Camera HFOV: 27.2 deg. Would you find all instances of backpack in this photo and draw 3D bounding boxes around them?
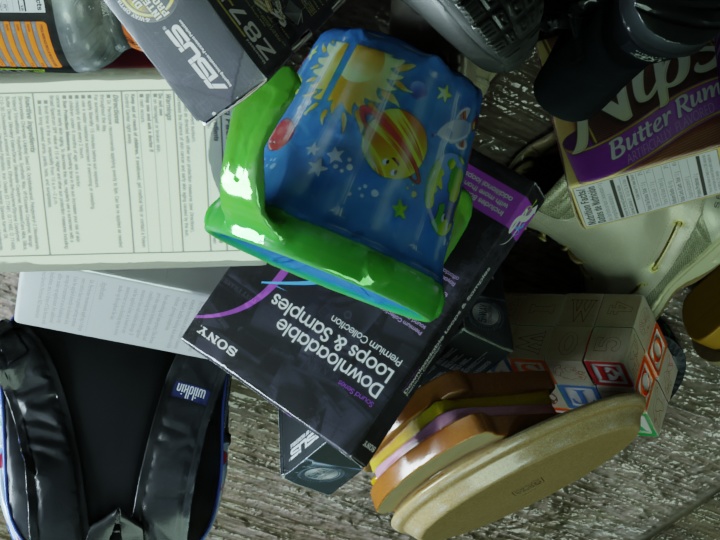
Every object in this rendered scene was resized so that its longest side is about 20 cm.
[{"bbox_3d":[-0.184,0.134,1.093,0.199,0.191,0.154,1,156,-6],"label":"backpack"}]

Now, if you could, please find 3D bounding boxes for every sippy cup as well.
[{"bbox_3d":[0.000,-0.056,0.809,0.139,0.131,0.178,21,176,0],"label":"sippy cup"}]

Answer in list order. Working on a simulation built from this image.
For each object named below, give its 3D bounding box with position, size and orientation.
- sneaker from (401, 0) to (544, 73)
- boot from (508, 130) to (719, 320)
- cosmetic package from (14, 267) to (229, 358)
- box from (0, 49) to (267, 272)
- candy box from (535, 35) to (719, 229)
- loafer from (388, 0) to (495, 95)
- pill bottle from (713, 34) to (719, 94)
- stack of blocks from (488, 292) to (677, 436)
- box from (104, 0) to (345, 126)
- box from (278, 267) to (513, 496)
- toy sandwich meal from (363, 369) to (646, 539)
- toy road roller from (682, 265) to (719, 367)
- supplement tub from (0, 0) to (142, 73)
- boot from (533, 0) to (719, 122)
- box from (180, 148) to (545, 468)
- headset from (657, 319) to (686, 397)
[{"bbox_3d":[0.020,-0.184,0.789,0.200,0.076,0.091,54,144,2],"label":"sneaker"},{"bbox_3d":[0.154,-0.018,1.042,0.154,0.072,0.200,22,133,-25],"label":"boot"},{"bbox_3d":[-0.127,0.004,1.010,0.199,0.072,0.101,12,151,-11],"label":"cosmetic package"},{"bbox_3d":[-0.154,-0.080,0.886,0.199,0.109,0.128,-1,119,-4],"label":"box"},{"bbox_3d":[0.215,-0.109,0.902,0.199,0.117,0.057,-14,148,11],"label":"candy box"},{"bbox_3d":[0.058,-0.179,0.849,0.075,0.068,0.201,26,127,21],"label":"loafer"},{"bbox_3d":[0.247,-0.136,0.804,0.112,0.201,0.113,1,153,1],"label":"pill bottle"},{"bbox_3d":[0.120,0.073,1.071,0.199,0.059,0.115,0,141,33],"label":"stack of blocks"},{"bbox_3d":[-0.090,-0.185,0.700,0.049,0.161,0.200,-31,105,28],"label":"box"},{"bbox_3d":[0.016,0.037,1.023,0.043,0.161,0.200,24,132,-29],"label":"box"},{"bbox_3d":[0.090,0.112,0.973,0.205,0.070,0.205,-24,161,-8],"label":"toy sandwich meal"},{"bbox_3d":[0.343,0.042,1.070,0.123,0.146,0.200,23,132,-28],"label":"toy road roller"},{"bbox_3d":[-0.198,-0.166,0.781,0.199,0.123,0.123,2,139,3],"label":"supplement tub"},{"bbox_3d":[0.152,-0.192,0.822,0.076,0.201,0.168,13,171,-12],"label":"boot"},{"bbox_3d":[0.000,0.000,0.920,0.200,0.143,0.036,-57,155,-5],"label":"box"},{"bbox_3d":[0.158,0.093,1.188,0.199,0.094,0.124,-25,137,0],"label":"headset"}]
